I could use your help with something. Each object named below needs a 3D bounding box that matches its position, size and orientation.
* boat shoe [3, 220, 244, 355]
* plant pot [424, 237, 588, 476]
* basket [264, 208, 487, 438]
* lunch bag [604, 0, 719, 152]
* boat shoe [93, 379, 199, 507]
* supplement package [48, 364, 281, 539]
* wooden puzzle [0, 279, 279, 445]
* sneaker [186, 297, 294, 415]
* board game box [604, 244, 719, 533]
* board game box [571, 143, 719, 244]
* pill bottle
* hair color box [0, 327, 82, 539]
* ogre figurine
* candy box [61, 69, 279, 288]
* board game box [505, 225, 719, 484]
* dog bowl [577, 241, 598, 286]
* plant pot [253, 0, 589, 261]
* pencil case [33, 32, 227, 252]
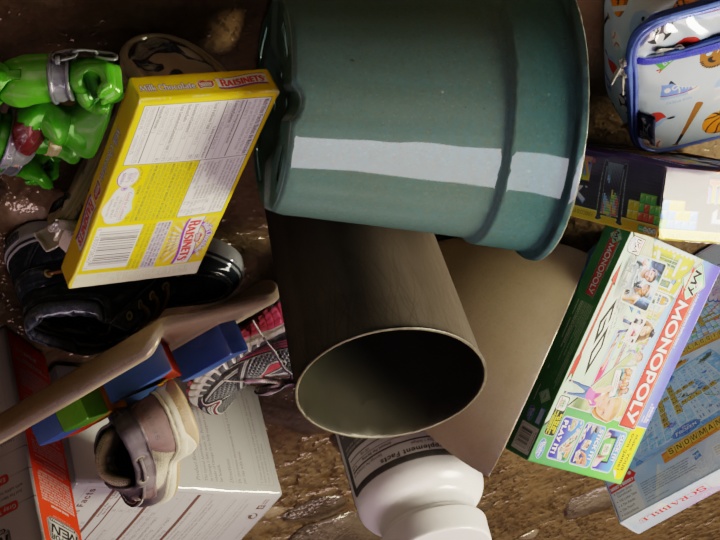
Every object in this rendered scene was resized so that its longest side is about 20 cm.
[{"bbox_3d":[-0.176,0.022,1.458,0.199,0.091,0.071,5,140,-30],"label":"boat shoe"},{"bbox_3d":[0.087,0.050,1.558,0.134,0.201,0.201,25,140,4],"label":"plant pot"},{"bbox_3d":[0.000,0.000,1.402,0.135,0.201,0.180,-24,149,14],"label":"basket"},{"bbox_3d":[0.275,-0.172,1.407,0.199,0.076,0.161,-16,143,-5],"label":"lunch bag"},{"bbox_3d":[-0.173,0.139,1.447,0.064,0.072,0.200,-18,166,-21],"label":"boat shoe"},{"bbox_3d":[-0.189,0.168,1.632,0.199,0.117,0.117,9,140,-32],"label":"supplement package"},{"bbox_3d":[-0.168,0.079,1.455,0.185,0.046,0.200,-30,177,27],"label":"wooden puzzle"},{"bbox_3d":[-0.070,0.071,1.555,0.200,0.075,0.081,-37,-178,38],"label":"sneaker"},{"bbox_3d":[0.289,0.100,1.679,0.199,0.200,0.041,-31,144,20],"label":"board game box"},{"bbox_3d":[0.240,-0.061,1.451,0.164,0.200,0.057,4,98,-28],"label":"board game box"},{"bbox_3d":[0.042,0.163,1.655,0.115,0.201,0.116,-12,146,-8],"label":"pill bottle"},{"bbox_3d":[-0.290,0.157,1.497,0.101,0.201,0.061,-27,145,14],"label":"hair color box"},{"bbox_3d":[-0.236,-0.102,1.246,0.119,0.099,0.200,6,-176,-23],"label":"ogre figurine"},{"bbox_3d":[-0.132,-0.060,1.280,0.102,0.027,0.200,-9,147,-31],"label":"candy box"},{"bbox_3d":[0.206,0.069,1.528,0.134,0.029,0.201,18,98,-45],"label":"board game box"},{"bbox_3d":[0.203,0.059,1.631,0.049,0.111,0.201,23,100,-25],"label":"dog bowl"},{"bbox_3d":[0.033,-0.110,1.295,0.195,0.201,0.201,2,142,-14],"label":"plant pot"},{"bbox_3d":[-0.160,-0.081,1.331,0.089,0.078,0.200,-26,158,-42],"label":"pencil case"}]
